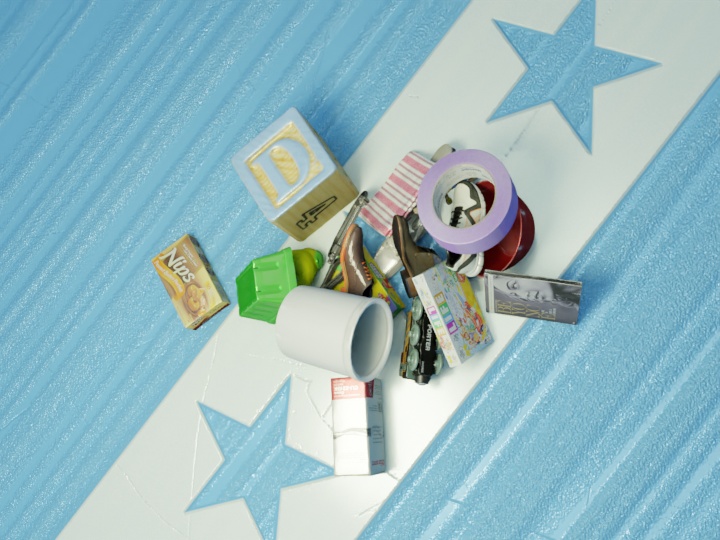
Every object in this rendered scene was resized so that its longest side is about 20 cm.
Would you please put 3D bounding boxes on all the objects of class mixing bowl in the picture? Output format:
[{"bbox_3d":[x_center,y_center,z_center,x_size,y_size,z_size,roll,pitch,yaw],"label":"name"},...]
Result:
[{"bbox_3d":[0.300,-0.087,1.644,0.198,0.107,0.205,-2,87,52],"label":"mixing bowl"}]

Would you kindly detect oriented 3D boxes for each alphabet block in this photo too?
[{"bbox_3d":[-0.147,-0.214,1.764,0.195,0.200,0.197,-35,73,6],"label":"alphabet block"}]

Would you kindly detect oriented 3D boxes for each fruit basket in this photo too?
[{"bbox_3d":[-0.171,0.027,1.754,0.211,0.215,0.159,-12,76,12],"label":"fruit basket"}]

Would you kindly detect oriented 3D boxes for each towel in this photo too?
[{"bbox_3d":[0.088,-0.178,1.738,0.201,0.030,0.146,-52,33,2],"label":"towel"}]

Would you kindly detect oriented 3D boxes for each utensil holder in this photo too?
[{"bbox_3d":[-0.055,0.125,1.602,0.197,0.169,0.174,12,82,33],"label":"utensil holder"}]

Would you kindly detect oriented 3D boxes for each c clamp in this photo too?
[{"bbox_3d":[-0.027,-0.097,1.733,0.027,0.171,0.203,28,78,-7],"label":"c clamp"}]

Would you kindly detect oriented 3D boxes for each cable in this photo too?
[{"bbox_3d":[-0.080,0.058,1.756,0.097,0.050,0.203,32,101,43],"label":"cable"}]

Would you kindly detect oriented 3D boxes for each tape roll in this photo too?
[{"bbox_3d":[0.216,-0.139,1.554,0.196,0.066,0.205,-7,70,21],"label":"tape roll"}]

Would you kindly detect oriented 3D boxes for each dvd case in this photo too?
[{"bbox_3d":[0.358,0.057,1.604,0.196,0.150,0.016,8,57,17],"label":"dvd case"}]

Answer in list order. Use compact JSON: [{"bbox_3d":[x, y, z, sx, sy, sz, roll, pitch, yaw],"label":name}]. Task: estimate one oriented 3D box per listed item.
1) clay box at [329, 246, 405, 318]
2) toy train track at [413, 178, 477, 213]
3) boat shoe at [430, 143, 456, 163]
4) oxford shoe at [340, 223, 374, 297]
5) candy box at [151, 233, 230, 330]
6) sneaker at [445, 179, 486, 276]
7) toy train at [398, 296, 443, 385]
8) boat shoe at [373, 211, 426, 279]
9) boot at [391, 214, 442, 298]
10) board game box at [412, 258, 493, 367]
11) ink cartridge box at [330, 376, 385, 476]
[{"bbox_3d":[0.002,0.039,1.736,0.115,0.047,0.201,-45,71,26],"label":"clay box"},{"bbox_3d":[0.195,-0.165,1.694,0.199,0.114,0.033,-33,95,-32],"label":"toy train track"},{"bbox_3d":[0.154,-0.196,1.752,0.201,0.057,0.067,-49,32,6],"label":"boat shoe"},{"bbox_3d":[0.000,0.000,1.672,0.071,0.071,0.205,9,107,27],"label":"oxford shoe"},{"bbox_3d":[-0.413,0.027,1.866,0.114,0.055,0.202,-34,72,7],"label":"candy box"},{"bbox_3d":[0.215,-0.091,1.607,0.073,0.079,0.205,-12,77,52],"label":"sneaker"},{"bbox_3d":[0.132,0.148,1.665,0.083,0.114,0.205,10,77,-16],"label":"toy train"},{"bbox_3d":[0.086,-0.065,1.739,0.070,0.069,0.201,38,93,15],"label":"boat shoe"},{"bbox_3d":[0.128,-0.043,1.682,0.095,0.203,0.075,-17,31,-7],"label":"boot"},{"bbox_3d":[0.197,0.084,1.623,0.034,0.133,0.203,-22,93,45],"label":"board game box"},{"bbox_3d":[-0.004,0.335,1.648,0.082,0.144,0.205,-7,77,14],"label":"ink cartridge box"}]
